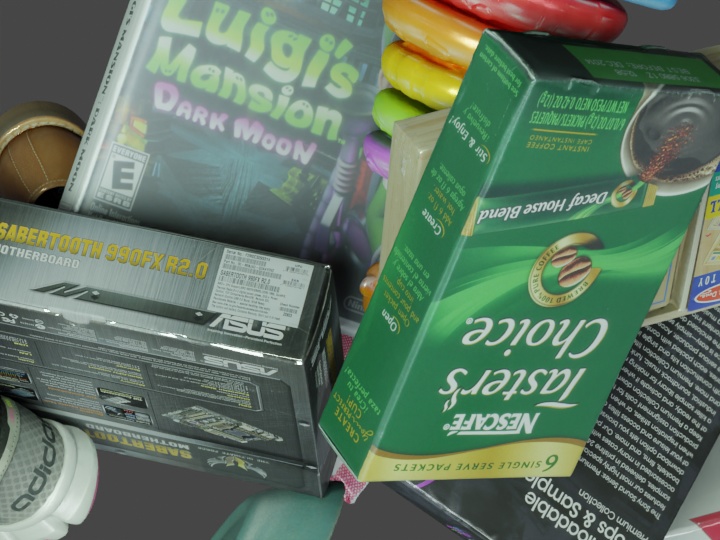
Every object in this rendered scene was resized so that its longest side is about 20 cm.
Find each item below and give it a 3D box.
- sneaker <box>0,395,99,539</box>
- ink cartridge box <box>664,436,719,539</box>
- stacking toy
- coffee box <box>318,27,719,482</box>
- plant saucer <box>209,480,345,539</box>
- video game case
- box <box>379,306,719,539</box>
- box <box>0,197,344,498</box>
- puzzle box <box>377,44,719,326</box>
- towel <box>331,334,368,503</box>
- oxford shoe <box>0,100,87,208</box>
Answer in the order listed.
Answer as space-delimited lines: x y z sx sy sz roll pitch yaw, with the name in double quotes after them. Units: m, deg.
-0.218 0.084 1.128 0.199 0.074 0.087 -4 150 30 "sneaker"
0.177 0.190 1.373 0.146 0.086 0.201 -15 124 -10 "ink cartridge box"
0.044 -0.064 1.100 0.116 0.110 0.201 7 108 -42 "stacking toy"
0.071 -0.001 1.043 0.122 0.044 0.201 3 123 -36 "coffee box"
-0.075 0.175 1.173 0.036 0.200 0.201 32 110 -5 "plant saucer"
-0.020 -0.072 1.123 0.199 0.023 0.183 20 89 -29 "video game case"
0.105 0.045 1.165 0.143 0.036 0.201 36 72 -16 "box"
-0.108 0.032 1.096 0.198 0.049 0.159 11 156 9 "box"
0.100 -0.025 1.094 0.199 0.025 0.134 -15 132 -23 "puzzle box"
0.000 0.000 1.189 0.146 0.030 0.201 -43 129 -16 "towel"
-0.102 0.009 1.165 0.071 0.071 0.200 -40 128 8 "oxford shoe"
